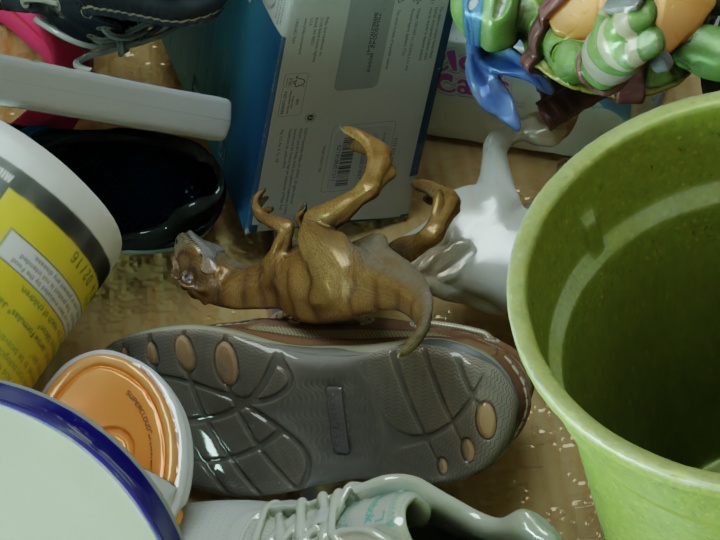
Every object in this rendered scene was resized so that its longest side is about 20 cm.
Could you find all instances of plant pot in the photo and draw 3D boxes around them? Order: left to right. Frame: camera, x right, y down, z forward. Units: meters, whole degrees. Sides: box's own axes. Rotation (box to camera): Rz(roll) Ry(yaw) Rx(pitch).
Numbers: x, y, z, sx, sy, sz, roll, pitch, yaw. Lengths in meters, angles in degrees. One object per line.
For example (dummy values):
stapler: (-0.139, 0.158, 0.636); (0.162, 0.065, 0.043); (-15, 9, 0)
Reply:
plant pot: (0.161, 0.065, 1.081); (0.199, 0.185, 0.201); (-5, 46, 5)

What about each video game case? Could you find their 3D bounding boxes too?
video game case: (-0.186, -0.088, 1.224); (0.181, 0.022, 0.199); (11, 3, 38)

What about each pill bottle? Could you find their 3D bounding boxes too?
pill bottle: (-0.193, 0.038, 1.155); (0.111, 0.111, 0.201); (23, 70, 27)

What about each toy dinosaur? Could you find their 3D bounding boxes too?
toy dinosaur: (0.000, 0.000, 1.170); (0.199, 0.060, 0.107); (6, 58, 54)

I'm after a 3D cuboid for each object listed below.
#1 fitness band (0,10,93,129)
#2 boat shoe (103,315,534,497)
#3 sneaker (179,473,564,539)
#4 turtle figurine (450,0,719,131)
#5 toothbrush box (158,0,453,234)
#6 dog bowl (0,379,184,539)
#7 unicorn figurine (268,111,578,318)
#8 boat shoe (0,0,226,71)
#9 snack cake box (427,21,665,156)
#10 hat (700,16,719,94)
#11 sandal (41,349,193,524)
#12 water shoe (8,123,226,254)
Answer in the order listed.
fitness band: (-0.218, -0.101, 1.399); (0.143, 0.038, 0.200); (-36, 51, -21)
boat shoe: (-0.018, 0.054, 1.205); (0.199, 0.076, 0.072); (5, 15, 24)
sneaker: (-0.004, 0.112, 1.134); (0.199, 0.081, 0.071); (5, 49, 14)
turtle figurine: (0.142, -0.134, 1.176); (0.192, 0.201, 0.144); (10, 19, -4)
toothbrush box: (-0.034, -0.139, 1.320); (0.085, 0.147, 0.201); (-6, 43, -21)
dog bowl: (-0.158, 0.139, 1.049); (0.198, 0.079, 0.202); (0, 90, -2)
unicorn figurine: (0.071, -0.004, 1.236); (0.199, 0.074, 0.137); (25, 50, 31)
boat shoe: (-0.122, -0.132, 1.306); (0.075, 0.062, 0.199); (-16, 23, -37)
snack cake box: (0.105, -0.148, 1.372); (0.114, 0.067, 0.201); (10, 49, 16)
hat: (0.252, -0.074, 1.272); (0.199, 0.081, 0.202); (-3, 50, 4)
sandal: (-0.130, 0.120, 1.113); (0.079, 0.059, 0.208); (15, 68, 19)
water shoe: (-0.159, -0.039, 1.272); (0.198, 0.079, 0.072); (-7, 83, -9)
